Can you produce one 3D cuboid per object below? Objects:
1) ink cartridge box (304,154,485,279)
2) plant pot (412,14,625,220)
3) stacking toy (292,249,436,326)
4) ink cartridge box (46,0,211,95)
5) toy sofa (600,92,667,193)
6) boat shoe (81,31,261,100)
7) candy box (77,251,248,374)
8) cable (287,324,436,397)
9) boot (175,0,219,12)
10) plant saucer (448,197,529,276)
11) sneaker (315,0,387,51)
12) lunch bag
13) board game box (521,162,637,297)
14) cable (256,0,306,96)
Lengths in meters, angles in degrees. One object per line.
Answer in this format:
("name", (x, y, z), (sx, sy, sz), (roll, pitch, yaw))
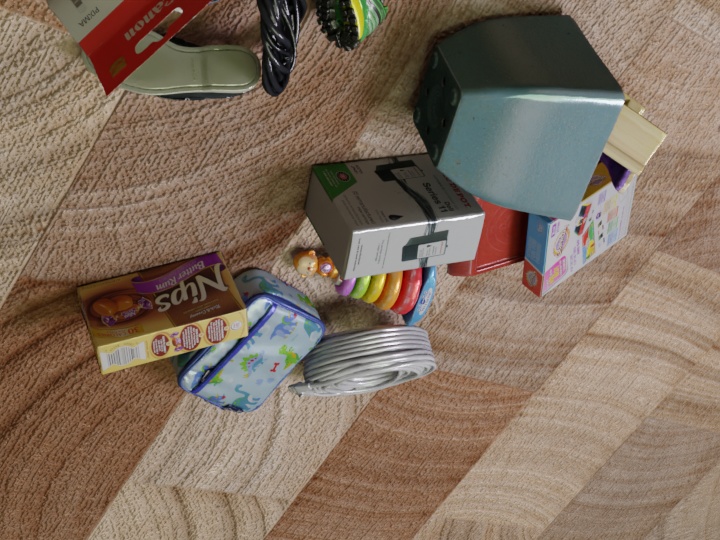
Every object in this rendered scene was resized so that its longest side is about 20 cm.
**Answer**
("ink cartridge box", (0.045, -0.076, 1.621), (0.198, 0.147, 0.084), (-9, 133, -24))
("plant pot", (0.181, -0.201, 1.554), (0.197, 0.197, 0.197), (1, 130, -19))
("stacking toy", (0.000, 0.000, 1.717), (0.197, 0.110, 0.117), (8, 123, -21))
("ink cartridge box", (-0.234, -0.290, 1.209), (0.161, 0.201, 0.050), (-40, 137, 10))
("toy sofa", (0.335, -0.184, 1.637), (0.082, 0.200, 0.098), (33, 108, -7))
("boat shoe", (-0.213, -0.227, 1.381), (0.197, 0.076, 0.066), (-2, 173, -13))
("candy box", (-0.256, 0.054, 1.592), (0.198, 0.117, 0.057), (-15, 136, -16))
("cable", (0.011, 0.133, 1.806), (0.198, 0.070, 0.199), (-22, 161, 34))
("boot", (-0.207, -0.302, 1.295), (0.199, 0.091, 0.073), (-34, 137, 4))
("plant saucer", (0.230, -0.079, 1.806), (0.197, 0.037, 0.202), (-16, 136, -16))
("sneaker", (-0.015, -0.356, 1.383), (0.085, 0.077, 0.202), (-43, 142, -34))
("lunch bag", (-0.163, 0.102, 1.723), (0.200, 0.083, 0.160), (-44, 134, 14))
("board game box", (0.327, -0.070, 1.820), (0.199, 0.040, 0.154), (-32, 143, -27))
("cable", (-0.085, -0.274, 1.347), (0.050, 0.165, 0.201), (1, 142, -2))
